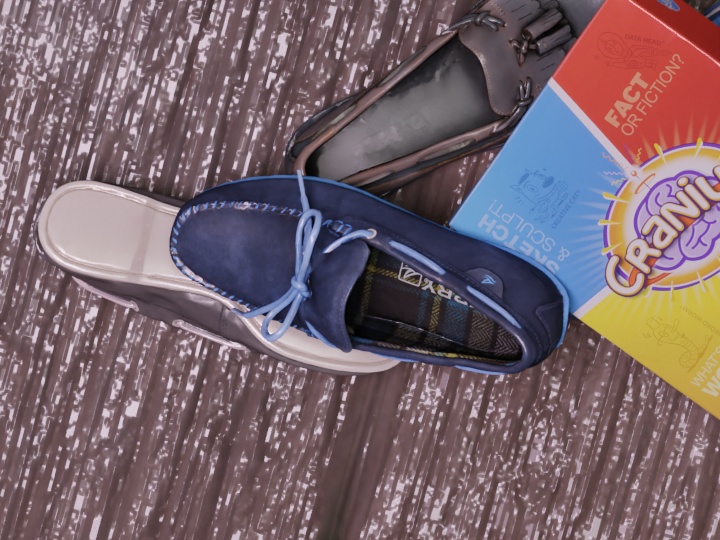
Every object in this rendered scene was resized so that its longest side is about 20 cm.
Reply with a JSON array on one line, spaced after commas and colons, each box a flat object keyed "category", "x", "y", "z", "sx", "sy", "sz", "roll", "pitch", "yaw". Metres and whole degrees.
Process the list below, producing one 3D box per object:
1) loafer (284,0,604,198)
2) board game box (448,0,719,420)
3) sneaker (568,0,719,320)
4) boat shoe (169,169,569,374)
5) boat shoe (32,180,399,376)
[{"category": "loafer", "x": 0.051, "y": -0.089, "z": 1.374, "sx": 0.199, "sy": 0.063, "sz": 0.072, "roll": -32, "pitch": 92, "yaw": 4}, {"category": "board game box", "x": 0.165, "y": -0.026, "z": 1.313, "sx": 0.200, "sy": 0.040, "sz": 0.153, "roll": 35, "pitch": 118, "yaw": 1}, {"category": "sneaker", "x": 0.152, "y": -0.061, "z": 1.362, "sx": 0.074, "sy": 0.082, "sz": 0.200, "roll": 36, "pitch": 97, "yaw": -1}, {"category": "boat shoe", "x": 0.000, "y": 0.000, "z": 1.313, "sx": 0.199, "sy": 0.069, "sz": 0.085, "roll": 8, "pitch": 113, "yaw": 13}, {"category": "boat shoe", "x": -0.069, "y": 0.003, "z": 1.395, "sx": 0.199, "sy": 0.057, "sz": 0.067, "roll": 19, "pitch": 81, "yaw": -3}]
